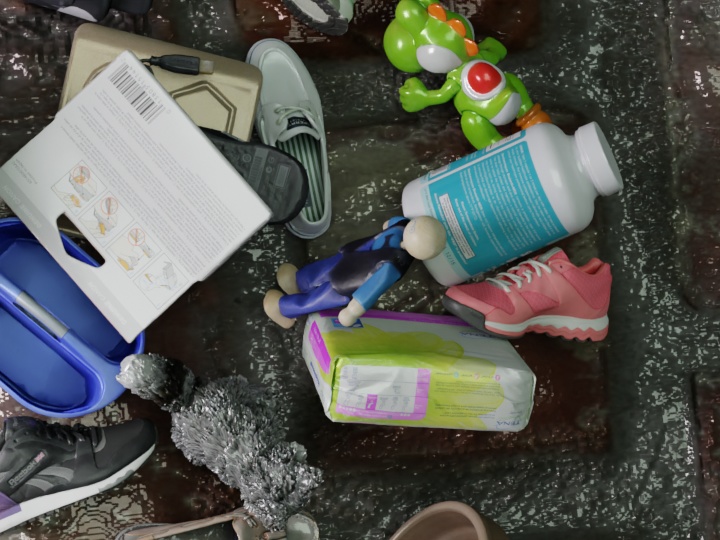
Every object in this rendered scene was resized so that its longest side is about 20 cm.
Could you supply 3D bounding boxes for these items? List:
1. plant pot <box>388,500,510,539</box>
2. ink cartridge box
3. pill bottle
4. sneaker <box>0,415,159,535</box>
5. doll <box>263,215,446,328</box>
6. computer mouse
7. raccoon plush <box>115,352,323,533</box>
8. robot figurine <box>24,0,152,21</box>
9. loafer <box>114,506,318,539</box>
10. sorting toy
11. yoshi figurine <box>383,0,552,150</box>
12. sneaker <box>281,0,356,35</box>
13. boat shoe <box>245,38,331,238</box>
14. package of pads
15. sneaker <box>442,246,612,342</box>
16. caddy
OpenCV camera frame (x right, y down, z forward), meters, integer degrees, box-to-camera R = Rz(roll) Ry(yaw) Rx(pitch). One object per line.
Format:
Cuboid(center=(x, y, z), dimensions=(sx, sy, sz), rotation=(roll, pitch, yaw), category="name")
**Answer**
Cuboid(center=(0.110, 0.344, 1.420), dimensions=(0.174, 0.200, 0.202), rotation=(35, 77, -24), category="plant pot")
Cuboid(center=(-0.207, -0.067, 1.387), dimensions=(0.176, 0.045, 0.200), rotation=(-42, 91, -1), category="ink cartridge box")
Cuboid(center=(0.147, -0.070, 1.462), dimensions=(0.198, 0.111, 0.112), rotation=(-23, 89, 17), category="pill bottle")
Cuboid(center=(-0.282, 0.167, 1.384), dimensions=(0.198, 0.076, 0.088), rotation=(-24, 109, -14), category="sneaker")
Cuboid(center=(0.000, 0.000, 1.413), dimensions=(0.049, 0.199, 0.137), rotation=(49, 39, -24), category="doll")
Cuboid(center=(-0.139, -0.124, 1.433), dimensions=(0.198, 0.046, 0.142), rotation=(11, 92, 0), category="computer mouse")
Cuboid(center=(-0.128, 0.163, 1.377), dimensions=(0.199, 0.134, 0.097), rotation=(18, 108, -37), category="raccoon plush")
Cuboid(center=(-0.283, -0.308, 1.425), dimensions=(0.198, 0.150, 0.126), rotation=(16, 93, -11), category="robot figurine")
Cuboid(center=(-0.131, 0.260, 1.425), dimensions=(0.198, 0.063, 0.073), rotation=(-5, 84, -13), category="loafer")
Cuboid(center=(-0.201, -0.119, 1.460), dimensions=(0.183, 0.036, 0.202), rotation=(13, 87, -11), category="sorting toy")
Cuboid(center=(0.095, -0.194, 1.528), dimensions=(0.111, 0.113, 0.200), rotation=(-31, 109, 25), category="yoshi figurine")
Cuboid(center=(-0.072, -0.325, 1.511), dimensions=(0.200, 0.077, 0.089), rotation=(42, 64, -10), category="sneaker")
Cuboid(center=(-0.061, -0.134, 1.484), dimensions=(0.073, 0.067, 0.202), rotation=(-17, 87, -14), category="boat shoe")
Cuboid(center=(0.053, 0.091, 1.435), dimensions=(0.198, 0.155, 0.069), rotation=(4, 107, -12), category="package of pads")
Cuboid(center=(0.165, 0.016, 1.490), dimensions=(0.198, 0.074, 0.088), rotation=(4, 106, -33), category="sneaker")
Cuboid(center=(-0.291, 0.045, 1.392), dimensions=(0.200, 0.105, 0.142), rotation=(40, 76, -5), category="caddy")
